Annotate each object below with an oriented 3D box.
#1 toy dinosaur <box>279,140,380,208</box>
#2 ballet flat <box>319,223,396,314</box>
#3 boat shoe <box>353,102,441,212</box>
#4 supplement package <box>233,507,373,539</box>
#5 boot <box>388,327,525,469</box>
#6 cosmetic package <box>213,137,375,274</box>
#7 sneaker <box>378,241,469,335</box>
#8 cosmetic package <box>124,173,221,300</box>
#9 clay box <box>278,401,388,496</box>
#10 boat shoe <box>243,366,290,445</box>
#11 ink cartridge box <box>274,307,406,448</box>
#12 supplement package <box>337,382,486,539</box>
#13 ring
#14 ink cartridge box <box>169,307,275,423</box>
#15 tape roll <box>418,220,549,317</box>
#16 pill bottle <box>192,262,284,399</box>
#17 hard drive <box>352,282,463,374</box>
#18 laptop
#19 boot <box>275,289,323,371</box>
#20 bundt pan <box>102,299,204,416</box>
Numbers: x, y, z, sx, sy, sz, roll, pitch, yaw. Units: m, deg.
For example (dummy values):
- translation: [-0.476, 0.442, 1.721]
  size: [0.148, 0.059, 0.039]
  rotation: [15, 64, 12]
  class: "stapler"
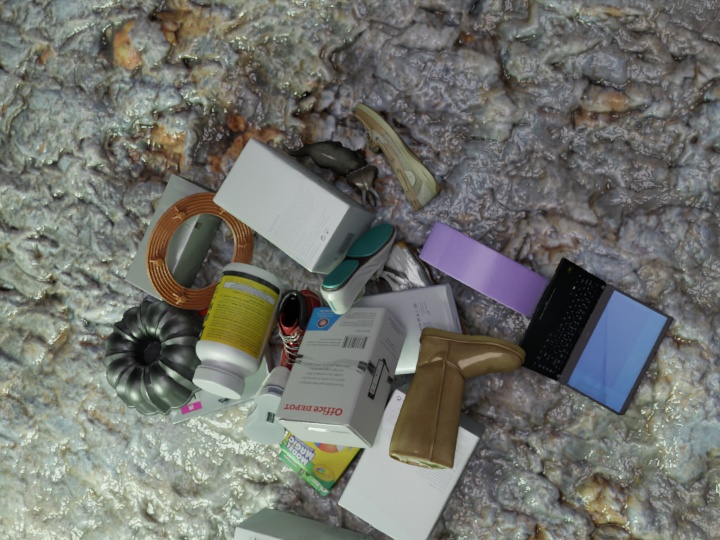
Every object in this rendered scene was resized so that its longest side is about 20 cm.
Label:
- translation: [-0.039, -0.184, 1.661]
  size: [0.198, 0.102, 0.078]
  rotation: [34, 93, 1]
  class: "toy dinosaur"
- translation: [0.000, 0.000, 1.614]
  size: [0.068, 0.200, 0.070]
  rotation: [19, 132, 22]
  class: "ballet flat"
- translation: [0.050, -0.190, 1.665]
  size: [0.063, 0.073, 0.201]
  rotation: [-41, 87, 3]
  class: "boat shoe"
- translation: [-0.100, 0.494, 1.621]
  size: [0.196, 0.152, 0.154]
  rotation: [12, 91, 13]
  class: "supplement package"
- translation: [0.145, 0.197, 1.494]
  size: [0.171, 0.066, 0.204]
  rotation: [7, 65, 16]
  class: "boot"
- translation: [-0.101, -0.100, 1.628]
  size: [0.198, 0.199, 0.124]
  rotation: [33, 95, 11]
  class: "cosmetic package"
- translation: [0.099, 0.052, 1.649]
  size: [0.087, 0.075, 0.201]
  rotation: [-41, 71, 15]
  class: "sneaker"
- translation: [-0.312, -0.053, 1.722]
  size: [0.089, 0.107, 0.203]
  rotation: [23, 94, 13]
  class: "cosmetic package"
- translation: [-0.048, 0.270, 1.674]
  size: [0.114, 0.048, 0.201]
  rotation: [38, 99, 12]
  class: "clay box"
- translation: [-0.146, 0.221, 1.655]
  size: [0.070, 0.201, 0.071]
  rotation: [17, 55, -1]
  class: "boat shoe"
- translation: [-0.029, 0.164, 1.564]
  size: [0.144, 0.084, 0.203]
  rotation: [-1, 58, 35]
  class: "ink cartridge box"
- translation: [0.086, 0.307, 1.595]
  size: [0.150, 0.151, 0.203]
  rotation: [28, 94, 11]
  class: "supplement package"
- translation: [-0.263, -0.029, 1.677]
  size: [0.019, 0.198, 0.204]
  rotation: [27, 94, 48]
  class: "ring"
- translation: [-0.252, 0.150, 1.733]
  size: [0.196, 0.044, 0.177]
  rotation: [-18, 85, 11]
  class: "ink cartridge box"
- translation: [0.190, -0.003, 1.559]
  size: [0.198, 0.200, 0.067]
  rotation: [29, 93, 12]
  class: "tape roll"
- translation: [-0.203, 0.100, 1.651]
  size: [0.110, 0.113, 0.204]
  rotation: [13, 70, 12]
  class: "pill bottle"
- translation: [0.071, 0.099, 1.622]
  size: [0.197, 0.025, 0.135]
  rotation: [-9, 99, 34]
  class: "hard drive"
- translation: [0.361, 0.106, 1.565]
  size: [0.103, 0.198, 0.180]
  rotation: [30, 94, 49]
  class: "laptop"
- translation: [-0.110, 0.133, 1.650]
  size: [0.071, 0.144, 0.205]
  rotation: [5, 90, 11]
  class: "boot"
- translation: [-0.352, 0.138, 1.708]
  size: [0.198, 0.076, 0.206]
  rotation: [-7, 67, 17]
  class: "bundt pan"
